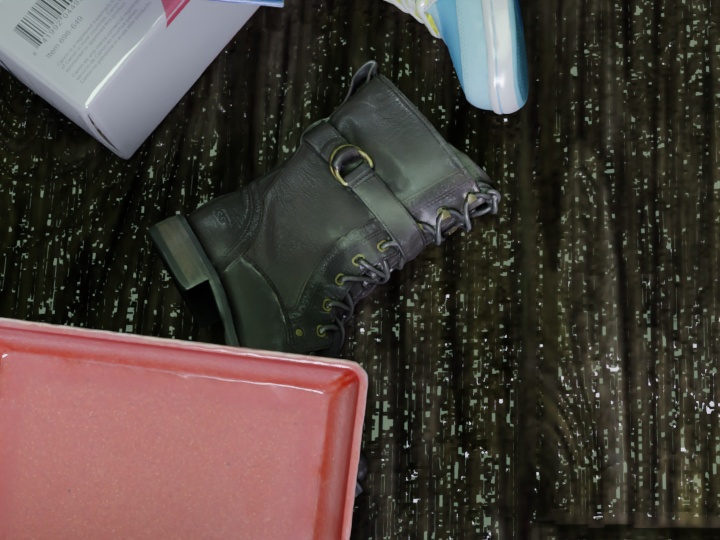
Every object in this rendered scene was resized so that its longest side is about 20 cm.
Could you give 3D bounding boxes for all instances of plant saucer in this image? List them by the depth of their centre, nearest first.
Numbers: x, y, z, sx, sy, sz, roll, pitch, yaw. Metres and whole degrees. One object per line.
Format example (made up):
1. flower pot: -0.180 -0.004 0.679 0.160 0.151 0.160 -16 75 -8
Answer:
1. plant saucer: -0.105 0.130 0.831 0.199 0.037 0.200 7 92 0

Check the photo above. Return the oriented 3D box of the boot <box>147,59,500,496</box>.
1. boot: 0.000 0.000 0.904 0.174 0.069 0.200 -31 75 -8

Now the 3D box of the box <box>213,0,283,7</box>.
1. box: -0.095 -0.227 0.922 0.122 0.048 0.200 4 47 -7

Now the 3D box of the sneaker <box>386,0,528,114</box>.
1. sneaker: 0.019 -0.162 0.947 0.130 0.080 0.200 -13 60 6

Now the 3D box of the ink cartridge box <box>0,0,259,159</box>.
1. ink cartridge box: -0.172 -0.182 0.990 0.200 0.085 0.146 37 82 19
